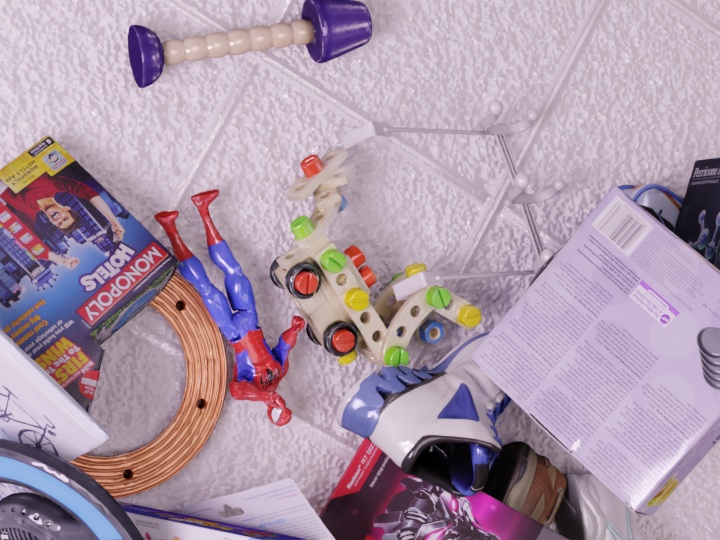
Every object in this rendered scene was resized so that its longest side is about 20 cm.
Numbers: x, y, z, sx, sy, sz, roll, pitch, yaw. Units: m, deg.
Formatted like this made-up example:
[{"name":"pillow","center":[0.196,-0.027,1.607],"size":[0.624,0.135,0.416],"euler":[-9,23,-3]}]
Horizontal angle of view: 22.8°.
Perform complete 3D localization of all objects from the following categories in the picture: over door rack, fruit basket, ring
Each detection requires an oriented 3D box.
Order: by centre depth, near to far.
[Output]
[{"name":"fruit basket","center":[-0.048,0.253,1.418],"size":[0.094,0.185,0.200],"euler":[-38,100,-41]},{"name":"ring","center":[-0.205,0.084,1.436],"size":[0.200,0.019,0.201],"euler":[0,90,-19]},{"name":"over door rack","center":[0.098,-0.061,1.475],"size":[0.200,0.067,0.148],"euler":[-8,73,-38]}]

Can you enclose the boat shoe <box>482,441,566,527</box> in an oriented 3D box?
[{"name":"boat shoe","center":[0.121,0.249,1.528],"size":[0.074,0.076,0.200],"euler":[28,82,-21]}]

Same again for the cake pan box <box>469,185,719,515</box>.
[{"name":"cake pan box","center":[0.210,0.060,1.398],"size":[0.200,0.052,0.184],"euler":[42,97,26]}]

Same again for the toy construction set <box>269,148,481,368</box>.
[{"name":"toy construction set","center":[0.000,0.000,1.470],"size":[0.131,0.092,0.200],"euler":[-39,102,-14]}]

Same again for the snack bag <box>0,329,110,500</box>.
[{"name":"snack bag","center":[-0.293,0.095,1.320],"size":[0.189,0.200,0.021],"euler":[47,48,-14]}]

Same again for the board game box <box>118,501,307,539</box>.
[{"name":"board game box","center":[-0.137,0.259,1.371],"size":[0.045,0.200,0.135],"euler":[7,87,-53]}]

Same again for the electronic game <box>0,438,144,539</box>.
[{"name":"electronic game","center":[-0.244,0.202,1.340],"size":[0.200,0.200,0.042],"euler":[46,44,-14]}]

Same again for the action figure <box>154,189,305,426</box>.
[{"name":"action figure","center":[-0.088,0.037,1.423],"size":[0.065,0.099,0.200],"euler":[-30,106,-29]}]

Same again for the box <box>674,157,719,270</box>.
[{"name":"box","center":[0.328,0.013,1.481],"size":[0.107,0.148,0.200],"euler":[19,85,-15]}]

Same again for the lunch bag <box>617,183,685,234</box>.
[{"name":"lunch bag","center":[0.249,0.024,1.573],"size":[0.160,0.076,0.200],"euler":[30,81,-15]}]

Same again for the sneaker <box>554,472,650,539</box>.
[{"name":"sneaker","center":[0.226,0.273,1.568],"size":[0.080,0.070,0.201],"euler":[-8,93,-22]}]

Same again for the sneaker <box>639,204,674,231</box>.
[{"name":"sneaker","center":[0.211,0.043,1.492],"size":[0.078,0.070,0.200],"euler":[8,104,-44]}]

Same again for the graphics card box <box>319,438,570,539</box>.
[{"name":"graphics card box","center":[0.062,0.232,1.466],"size":[0.200,0.051,0.126],"euler":[29,79,16]}]

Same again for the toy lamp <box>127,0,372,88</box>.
[{"name":"toy lamp","center":[-0.088,-0.190,1.458],"size":[0.200,0.058,0.058],"euler":[-9,94,-18]}]

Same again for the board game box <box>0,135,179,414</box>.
[{"name":"board game box","center":[-0.246,0.030,1.360],"size":[0.200,0.062,0.200],"euler":[45,61,8]}]

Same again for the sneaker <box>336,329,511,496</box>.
[{"name":"sneaker","center":[0.085,0.127,1.465],"size":[0.199,0.081,0.115],"euler":[-16,54,-40]}]
